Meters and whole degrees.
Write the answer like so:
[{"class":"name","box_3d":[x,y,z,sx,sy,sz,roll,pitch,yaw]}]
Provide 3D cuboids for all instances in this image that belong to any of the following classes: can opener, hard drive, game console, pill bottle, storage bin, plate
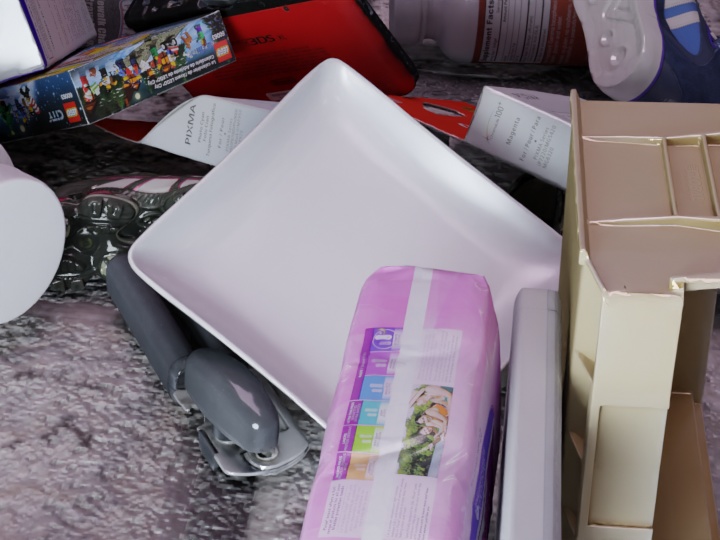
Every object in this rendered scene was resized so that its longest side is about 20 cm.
[{"class":"can opener","box_3d":[-0.089,0.040,0.960,0.053,0.067,0.200,-15,43,-23]},{"class":"hard drive","box_3d":[0.076,0.117,0.788,0.026,0.133,0.201,5,32,5]},{"class":"game console","box_3d":[-0.060,-0.210,1.193,0.199,0.172,0.119,-3,52,39]},{"class":"pill bottle","box_3d":[-0.278,-0.043,1.028,0.199,0.121,0.119,23,37,32]},{"class":"storage bin","box_3d":[0.147,0.039,0.854,0.093,0.202,0.199,3,31,3]},{"class":"pill bottle","box_3d":[0.123,-0.222,1.359,0.198,0.113,0.113,2,32,-2]},{"class":"plate","box_3d":[0.000,0.000,0.952,0.199,0.032,0.200,39,56,5]}]

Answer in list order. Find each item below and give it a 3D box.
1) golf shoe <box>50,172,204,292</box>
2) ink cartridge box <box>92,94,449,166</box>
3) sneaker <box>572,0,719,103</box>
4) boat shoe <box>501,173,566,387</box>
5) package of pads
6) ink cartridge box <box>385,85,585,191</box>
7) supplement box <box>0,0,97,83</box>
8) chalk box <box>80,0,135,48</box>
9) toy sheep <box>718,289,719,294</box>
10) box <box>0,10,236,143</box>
[{"class":"golf shoe","box_3d":[-0.110,-0.037,1.080,0.198,0.078,0.088,1,26,-3]},{"class":"ink cartridge box","box_3d":[-0.064,-0.098,1.135,0.159,0.048,0.199,-1,16,-46]},{"class":"sneaker","box_3d":[0.237,-0.176,1.273,0.146,0.080,0.201,29,47,-31]},{"class":"boat shoe","box_3d":[0.084,0.001,1.041,0.070,0.064,0.200,11,33,14]},{"class":"package of pads","box_3d":[0.022,0.107,0.778,0.075,0.121,0.201,1,42,11]},{"class":"ink cartridge box","box_3d":[0.113,-0.101,1.139,0.173,0.044,0.200,27,14,21]},{"class":"supplement box","box_3d":[-0.260,-0.183,1.173,0.100,0.104,0.200,-18,14,6]},{"class":"chalk box","box_3d":[-0.187,-0.229,1.334,0.198,0.125,0.124,9,30,8]},{"class":"toy sheep","box_3d":[0.265,-0.036,1.051,0.137,0.139,0.200,-17,25,-29]},{"class":"box","box_3d":[-0.200,-0.127,1.171,0.199,0.038,0.136,-5,18,46]}]
